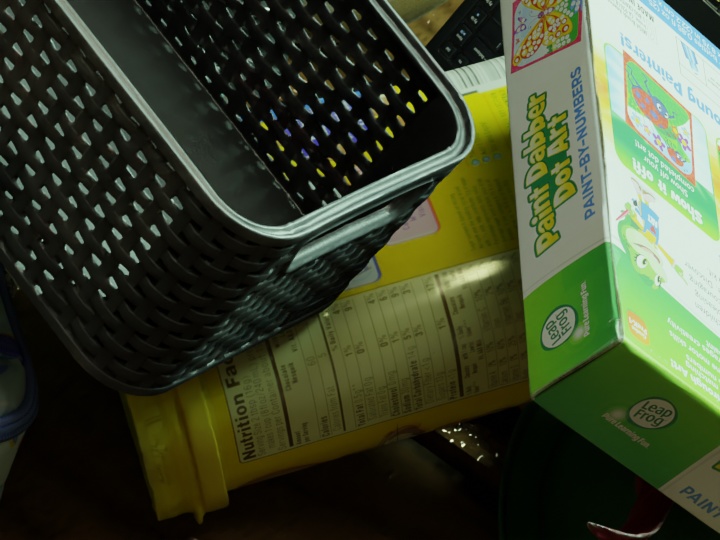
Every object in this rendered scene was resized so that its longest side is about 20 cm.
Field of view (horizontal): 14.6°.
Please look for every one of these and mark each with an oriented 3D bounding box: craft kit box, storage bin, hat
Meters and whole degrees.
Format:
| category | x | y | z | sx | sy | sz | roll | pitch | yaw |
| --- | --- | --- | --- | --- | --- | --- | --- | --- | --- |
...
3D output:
| category | x | y | z | sx | sy | sz | roll | pitch | yaw |
| --- | --- | --- | --- | --- | --- | --- | --- | --- | --- |
| craft kit box | 0.132 | 0.007 | 0.988 | 0.200 | 0.048 | 0.198 | 36 | 33 | -32 |
| storage bin | -0.076 | -0.075 | 0.941 | 0.200 | 0.094 | 0.135 | 52 | 40 | 10 |
| hat | 0.148 | 0.069 | 1.015 | 0.165 | 0.176 | 0.201 | 17 | 56 | -5 |

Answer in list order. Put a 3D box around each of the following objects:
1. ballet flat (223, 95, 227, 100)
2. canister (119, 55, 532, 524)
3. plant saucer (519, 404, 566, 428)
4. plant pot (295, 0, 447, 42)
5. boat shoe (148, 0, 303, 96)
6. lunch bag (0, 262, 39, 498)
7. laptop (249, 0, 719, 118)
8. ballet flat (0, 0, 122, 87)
| category | x | y | z | sx | sy | sz | roll | pitch | yaw |
| --- | --- | --- | --- | --- | --- | --- | --- | --- | --- |
| ballet flat | -0.153 | -0.091 | 1.164 | 0.199 | 0.070 | 0.070 | 8 | 42 | -18 |
| canister | 0.000 | 0.000 | 1.055 | 0.199 | 0.087 | 0.149 | -16 | 48 | -6 |
| plant saucer | 0.138 | 0.032 | 1.194 | 0.199 | 0.032 | 0.201 | 14 | 40 | -12 |
| plant pot | -0.019 | -0.204 | 1.275 | 0.199 | 0.201 | 0.027 | 32 | -4 | 10 |
| boat shoe | -0.115 | -0.101 | 1.089 | 0.198 | 0.067 | 0.074 | 9 | 6 | 14 |
| lunch bag | -0.219 | 0.025 | 0.984 | 0.199 | 0.083 | 0.161 | 0 | 48 | -26 |
| laptop | 0.060 | -0.068 | 1.161 | 0.103 | 0.200 | 0.177 | 27 | 18 | -53 |
| ballet flat | -0.145 | -0.046 | 0.980 | 0.069 | 0.063 | 0.200 | 39 | 40 | -9 |
